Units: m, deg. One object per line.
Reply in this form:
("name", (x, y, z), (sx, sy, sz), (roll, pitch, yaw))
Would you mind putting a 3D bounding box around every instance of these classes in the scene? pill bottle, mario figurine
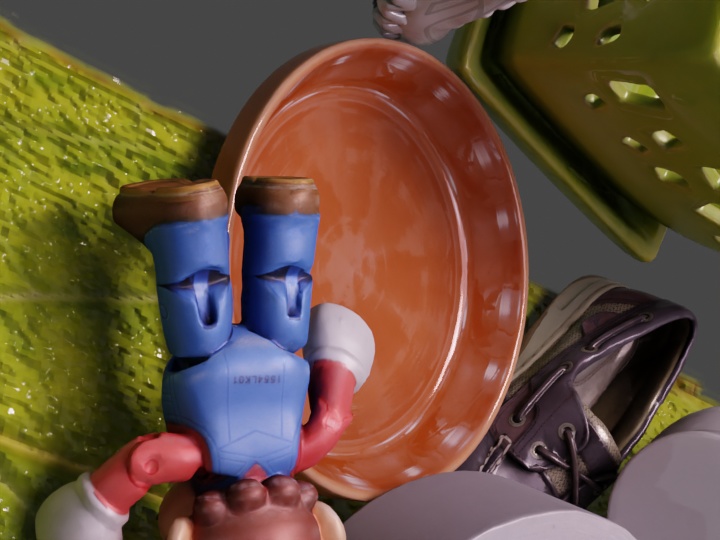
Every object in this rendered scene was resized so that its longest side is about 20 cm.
("pill bottle", (0.188, 0.120, 1.385), (0.200, 0.111, 0.111), (12, 80, -65))
("mario figurine", (-0.061, 0.063, 1.162), (0.106, 0.123, 0.200), (-18, 108, -80))

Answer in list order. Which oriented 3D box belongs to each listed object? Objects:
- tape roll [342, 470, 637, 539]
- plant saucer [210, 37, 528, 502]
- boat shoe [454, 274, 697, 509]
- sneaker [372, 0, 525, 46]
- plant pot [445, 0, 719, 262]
("tape roll", (0.048, 0.190, 1.258), (0.200, 0.066, 0.200), (-12, 109, -36))
("plant saucer", (0.000, 0.000, 1.268), (0.200, 0.032, 0.200), (2, 87, -49))
("boat shoe", (0.090, 0.078, 1.344), (0.200, 0.065, 0.072), (-51, 127, -35))
("sneaker", (0.060, -0.137, 1.227), (0.081, 0.200, 0.075), (26, 70, -4))
("plant pot", (0.163, -0.119, 1.341), (0.199, 0.181, 0.200), (42, 60, -39))
